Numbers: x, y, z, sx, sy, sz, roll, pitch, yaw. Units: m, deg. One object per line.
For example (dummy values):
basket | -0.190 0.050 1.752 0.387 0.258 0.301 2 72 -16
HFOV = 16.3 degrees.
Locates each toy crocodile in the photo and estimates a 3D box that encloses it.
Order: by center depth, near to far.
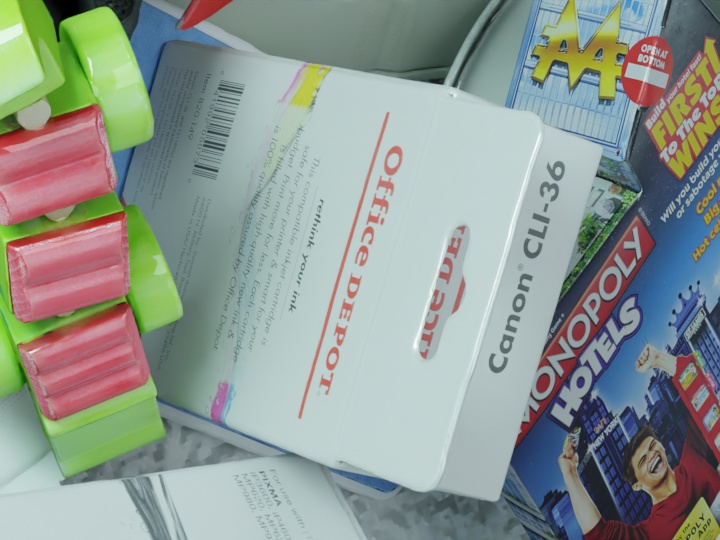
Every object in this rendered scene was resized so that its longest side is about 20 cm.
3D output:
toy crocodile | -0.087 -0.008 0.706 0.067 0.062 0.201 -19 138 -13

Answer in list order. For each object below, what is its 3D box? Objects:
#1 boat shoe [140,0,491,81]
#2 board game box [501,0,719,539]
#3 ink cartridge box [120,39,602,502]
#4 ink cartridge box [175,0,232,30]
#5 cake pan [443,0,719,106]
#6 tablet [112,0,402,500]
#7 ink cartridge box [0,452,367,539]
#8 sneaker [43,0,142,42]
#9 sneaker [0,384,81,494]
boat shoe | -0.029 -0.104 0.905 0.199 0.073 0.062 -5 46 -30
board game box | 0.095 -0.005 0.887 0.200 0.062 0.200 -52 133 -21
ink cartridge box | 0.000 0.000 0.781 0.067 0.200 0.117 16 90 -36
ink cartridge box | -0.010 -0.170 0.834 0.067 0.116 0.200 40 38 4
cake pan | 0.100 -0.031 0.957 0.200 0.037 0.201 -19 117 -42
tablet | -0.037 -0.006 0.886 0.199 0.014 0.131 25 85 -37
ink cartridge box | -0.098 0.130 0.728 0.200 0.146 0.085 -6 60 -55
sneaker | -0.127 -0.101 0.678 0.199 0.080 0.087 7 85 -40
sneaker | -0.165 0.065 0.772 0.200 0.076 0.081 -32 95 -36
